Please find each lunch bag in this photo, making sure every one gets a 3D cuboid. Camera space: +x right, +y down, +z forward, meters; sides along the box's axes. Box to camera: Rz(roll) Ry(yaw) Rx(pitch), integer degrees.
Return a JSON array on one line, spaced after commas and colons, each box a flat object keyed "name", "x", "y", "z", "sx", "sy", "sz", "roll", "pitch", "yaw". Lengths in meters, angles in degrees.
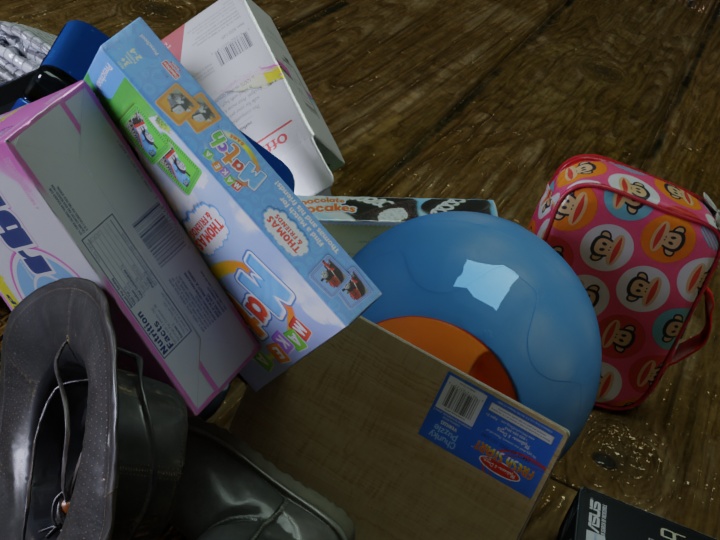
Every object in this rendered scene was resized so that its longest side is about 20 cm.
[{"name": "lunch bag", "x": 0.215, "y": 0.017, "z": 1.156, "sx": 0.175, "sy": 0.201, "sz": 0.082, "roll": 20, "pitch": 27, "yaw": -6}]

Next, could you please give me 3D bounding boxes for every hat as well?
[{"name": "hat", "x": -0.141, "y": 0.097, "z": 0.754, "sx": 0.081, "sy": 0.201, "sz": 0.201, "roll": 7, "pitch": 28, "yaw": -32}]

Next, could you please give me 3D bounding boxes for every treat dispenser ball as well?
[{"name": "treat dispenser ball", "x": 0.067, "y": 0.059, "z": 0.962, "sx": 0.200, "sy": 0.202, "sz": 0.201, "roll": 16, "pitch": 26, "yaw": -8}]

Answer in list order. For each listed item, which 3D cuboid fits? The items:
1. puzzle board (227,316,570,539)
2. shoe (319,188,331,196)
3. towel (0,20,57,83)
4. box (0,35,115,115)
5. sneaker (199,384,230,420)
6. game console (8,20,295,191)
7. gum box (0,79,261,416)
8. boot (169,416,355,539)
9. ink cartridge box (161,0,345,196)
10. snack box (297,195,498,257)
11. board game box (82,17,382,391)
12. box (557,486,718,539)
[{"name": "puzzle board", "x": 0.013, "y": 0.119, "z": 0.871, "sx": 0.199, "sy": 0.151, "sz": 0.017, "roll": 28, "pitch": 11, "yaw": 15}, {"name": "shoe", "x": -0.079, "y": -0.069, "z": 1.191, "sx": 0.071, "sy": 0.091, "sz": 0.201, "roll": 48, "pitch": 25, "yaw": -51}, {"name": "towel", "x": -0.239, "y": -0.138, "z": 1.237, "sx": 0.200, "sy": 0.086, "sz": 0.165, "roll": 34, "pitch": 9, "yaw": 18}, {"name": "box", "x": -0.203, "y": -0.053, "z": 1.013, "sx": 0.050, "sy": 0.199, "sz": 0.200, "roll": -16, "pitch": 14, "yaw": 27}, {"name": "sneaker", "x": -0.142, "y": 0.017, "z": 0.979, "sx": 0.087, "sy": 0.074, "sz": 0.201, "roll": 37, "pitch": 32, "yaw": -40}, {"name": "game console", "x": -0.157, "y": -0.049, "z": 0.940, "sx": 0.200, "sy": 0.118, "sz": 0.171, "roll": 35, "pitch": 23, "yaw": -17}, {"name": "gum box", "x": -0.156, "y": 0.000, "z": 0.805, "sx": 0.113, "sy": 0.200, "sz": 0.066, "roll": -10, "pitch": 28, "yaw": 47}, {"name": "boot", "x": -0.102, "y": 0.175, "z": 0.785, "sx": 0.181, "sy": 0.073, "sz": 0.200, "roll": 23, "pitch": 32, "yaw": 10}, {"name": "ink cartridge box", "x": -0.094, "y": -0.113, "z": 1.120, "sx": 0.201, "sy": 0.116, "sz": 0.067, "roll": 64, "pitch": 13, "yaw": 24}, {"name": "snack box", "x": 0.000, "y": 0.000, "z": 1.059, "sx": 0.199, "sy": 0.117, "sz": 0.037, "roll": 1, "pitch": 36, "yaw": -7}, {"name": "board game box", "x": -0.092, "y": -0.030, "z": 0.804, "sx": 0.200, "sy": 0.151, "sz": 0.037, "roll": 48, "pitch": 60, "yaw": -2}, {"name": "box", "x": 0.203, "y": 0.237, "z": 0.894, "sx": 0.160, "sy": 0.044, "sz": 0.200, "roll": 22, "pitch": 26, "yaw": 3}]
